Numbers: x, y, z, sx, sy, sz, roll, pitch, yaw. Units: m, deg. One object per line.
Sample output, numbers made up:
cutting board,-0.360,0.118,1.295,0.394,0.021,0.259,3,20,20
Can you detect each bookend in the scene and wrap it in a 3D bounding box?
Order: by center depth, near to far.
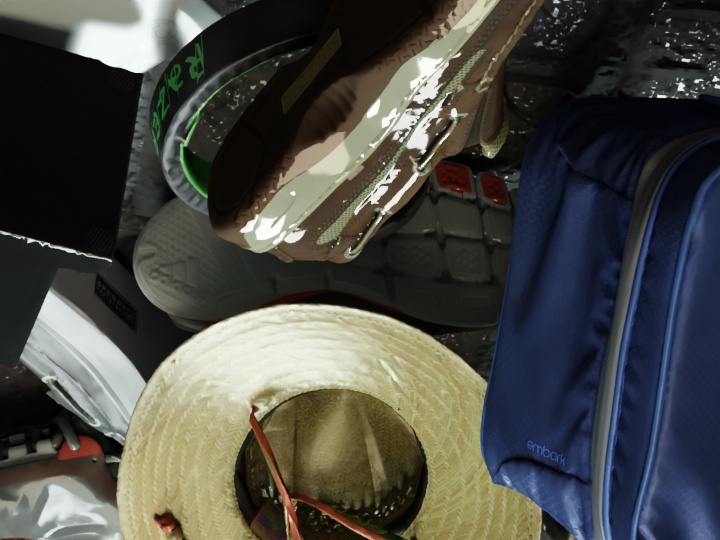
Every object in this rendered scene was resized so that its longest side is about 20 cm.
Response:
bookend,-0.212,-0.017,0.954,0.198,0.093,0.199,14,146,-13

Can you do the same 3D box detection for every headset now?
headset,0.014,-0.055,0.952,0.198,0.094,0.124,-3,145,-28

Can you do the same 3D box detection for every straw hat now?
straw hat,-0.011,0.083,1.047,0.199,0.085,0.203,5,117,10

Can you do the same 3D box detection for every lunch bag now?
lunch bag,0.145,0.021,0.924,0.135,0.132,0.202,-3,108,-32

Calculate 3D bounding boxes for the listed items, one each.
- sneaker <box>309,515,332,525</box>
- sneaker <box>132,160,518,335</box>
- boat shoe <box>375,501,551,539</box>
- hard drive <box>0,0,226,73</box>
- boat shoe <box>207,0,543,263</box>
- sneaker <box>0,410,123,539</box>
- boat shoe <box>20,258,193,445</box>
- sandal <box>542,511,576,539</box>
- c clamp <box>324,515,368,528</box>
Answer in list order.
sneaker,0.036,0.202,1.242,0.071,0.200,0.075,-54,162,7
sneaker,0.000,0.000,1.052,0.198,0.078,0.082,3,157,4
boat shoe,0.013,0.098,1.129,0.200,0.067,0.057,40,102,-14
hard drive,-0.165,-0.130,0.901,0.131,0.026,0.200,-27,135,26
boat shoe,0.026,-0.075,0.859,0.074,0.075,0.202,23,133,-29
sneaker,-0.163,0.099,1.156,0.198,0.077,0.082,10,115,-19
boat shoe,-0.125,0.036,1.082,0.056,0.069,0.200,-19,132,22
sandal,0.108,0.122,1.194,0.054,0.082,0.201,-14,129,-23
c clamp,-0.057,0.159,1.196,0.199,0.171,0.027,-16,118,37
